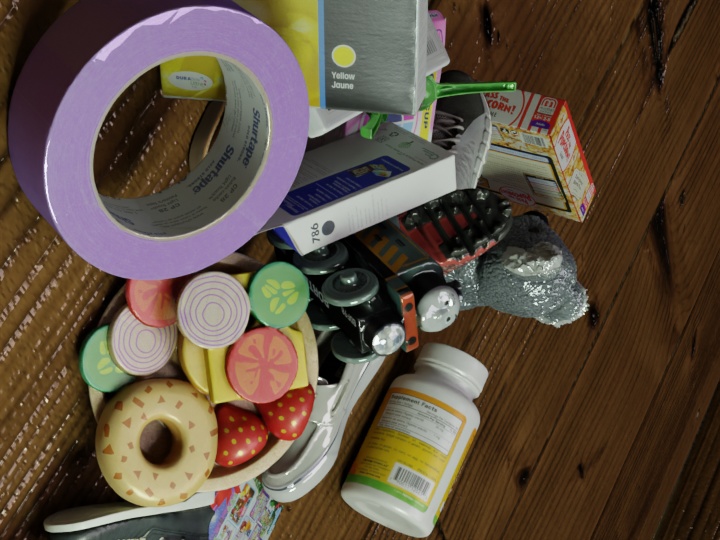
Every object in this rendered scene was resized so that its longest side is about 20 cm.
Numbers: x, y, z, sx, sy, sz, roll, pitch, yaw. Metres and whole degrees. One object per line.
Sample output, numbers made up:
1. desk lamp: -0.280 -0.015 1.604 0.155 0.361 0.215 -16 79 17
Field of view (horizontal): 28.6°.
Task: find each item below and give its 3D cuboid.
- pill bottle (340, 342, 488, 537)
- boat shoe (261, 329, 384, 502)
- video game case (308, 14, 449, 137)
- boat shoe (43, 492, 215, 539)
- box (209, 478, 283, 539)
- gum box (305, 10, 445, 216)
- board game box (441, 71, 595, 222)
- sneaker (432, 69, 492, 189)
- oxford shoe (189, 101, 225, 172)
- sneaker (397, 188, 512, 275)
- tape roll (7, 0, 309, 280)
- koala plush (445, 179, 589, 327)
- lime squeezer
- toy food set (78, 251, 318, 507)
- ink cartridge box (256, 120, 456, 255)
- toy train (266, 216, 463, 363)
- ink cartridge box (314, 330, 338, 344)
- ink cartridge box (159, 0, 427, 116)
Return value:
1. pill bottle: 0.067 0.187 1.590 0.200 0.111 0.111 -63 153 -19
2. boat shoe: -0.041 0.119 1.329 0.200 0.072 0.066 -56 137 -20
3. video game case: -0.019 -0.222 1.150 0.200 0.023 0.182 -35 103 -48
4. boat shoe: -0.178 0.213 1.139 0.200 0.075 0.061 3 85 -59
5. box: -0.150 0.274 1.290 0.200 0.039 0.137 -62 153 -21
6. gum box: 0.007 -0.144 1.282 0.113 0.066 0.201 -15 120 -41
7. board game box: 0.165 -0.132 1.543 0.046 0.151 0.200 -65 154 -16
8. sneaker: 0.081 -0.119 1.395 0.115 0.075 0.201 41 52 -67
9. oxford shoe: -0.070 -0.158 1.150 0.071 0.071 0.201 26 80 -63
10. sneaker: 0.049 -0.011 1.313 0.200 0.071 0.098 -27 162 -4
11. tape roll: -0.135 -0.096 0.969 0.200 0.066 0.201 -20 129 -27
12. koala plush: 0.143 -0.006 1.520 0.184 0.199 0.177 -64 154 -16
13. lime squeezer: 0.048 -0.151 1.219 0.200 0.070 0.038 -22 106 -43
14. toy food set: -0.122 0.078 1.112 0.199 0.049 0.199 -10 96 -25
15. ink cartridge box: -0.027 -0.065 1.174 0.200 0.099 0.039 -22 124 -26
16. toy train: 0.000 0.000 1.177 0.114 0.200 0.085 -23 126 -19
17. ink cartridge box: -0.002 -0.031 1.404 0.200 0.037 0.095 -55 149 -27
18. ink cartridge box: -0.051 -0.213 1.008 0.047 0.197 0.201 -71 164 -53
